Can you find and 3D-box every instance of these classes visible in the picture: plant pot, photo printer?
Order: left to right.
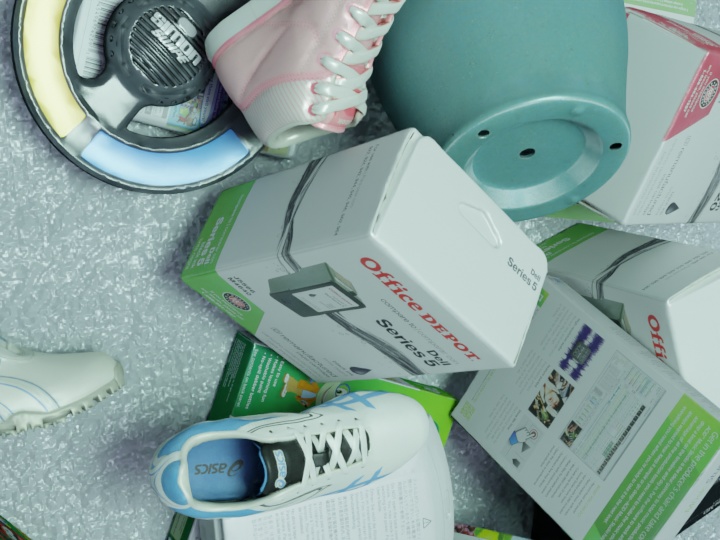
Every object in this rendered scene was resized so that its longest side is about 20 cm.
[{"bbox_3d":[-0.021,0.195,0.812,0.199,0.069,0.167,-10,102,-24],"label":"photo printer"},{"bbox_3d":[0.098,-0.145,0.738,0.199,0.200,0.189,6,55,-27],"label":"plant pot"}]

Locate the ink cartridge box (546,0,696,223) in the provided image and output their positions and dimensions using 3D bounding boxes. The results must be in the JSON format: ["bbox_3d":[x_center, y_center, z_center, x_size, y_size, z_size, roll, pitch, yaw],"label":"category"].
[{"bbox_3d":[0.208,-0.142,0.921,0.145,0.048,0.201,3,96,-27],"label":"ink cartridge box"}]

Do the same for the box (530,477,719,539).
[{"bbox_3d":[0.255,0.186,0.956,0.199,0.079,0.142,-27,139,-19],"label":"box"}]

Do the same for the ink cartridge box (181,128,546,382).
[{"bbox_3d":[0.000,0.000,0.720,0.145,0.200,0.084,40,58,-30],"label":"ink cartridge box"}]

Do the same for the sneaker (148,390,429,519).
[{"bbox_3d":[-0.040,0.126,0.717,0.199,0.072,0.072,-9,97,-21],"label":"sneaker"}]

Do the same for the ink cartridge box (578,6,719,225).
[{"bbox_3d":[0.258,-0.116,0.853,0.200,0.085,0.146,-5,125,-48],"label":"ink cartridge box"}]

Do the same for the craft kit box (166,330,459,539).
[{"bbox_3d":[-0.038,0.171,0.862,0.197,0.048,0.201,18,92,-30],"label":"craft kit box"}]

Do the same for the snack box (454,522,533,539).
[{"bbox_3d":[0.171,0.293,0.877,0.169,0.199,0.068,56,50,-35],"label":"snack box"}]

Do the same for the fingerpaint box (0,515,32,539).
[{"bbox_3d":[-0.305,0.263,0.731,0.200,0.073,0.167,-47,115,-11],"label":"fingerpaint box"}]

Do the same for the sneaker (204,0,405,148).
[{"bbox_3d":[-0.004,-0.149,0.668,0.075,0.200,0.105,-2,64,-58],"label":"sneaker"}]

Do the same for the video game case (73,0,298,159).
[{"bbox_3d":[-0.109,-0.197,0.770,0.181,0.022,0.201,12,93,-27],"label":"video game case"}]

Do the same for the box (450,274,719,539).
[{"bbox_3d":[0.172,0.116,0.810,0.036,0.200,0.145,10,116,-45],"label":"box"}]

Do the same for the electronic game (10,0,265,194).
[{"bbox_3d":[-0.135,-0.152,0.729,0.199,0.042,0.201,-4,100,-25],"label":"electronic game"}]

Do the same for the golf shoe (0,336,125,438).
[{"bbox_3d":[-0.259,0.064,0.719,0.199,0.078,0.098,-8,97,-25],"label":"golf shoe"}]

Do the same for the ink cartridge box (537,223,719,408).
[{"bbox_3d":[0.230,0.053,0.880,0.084,0.200,0.146,-25,109,-20],"label":"ink cartridge box"}]
